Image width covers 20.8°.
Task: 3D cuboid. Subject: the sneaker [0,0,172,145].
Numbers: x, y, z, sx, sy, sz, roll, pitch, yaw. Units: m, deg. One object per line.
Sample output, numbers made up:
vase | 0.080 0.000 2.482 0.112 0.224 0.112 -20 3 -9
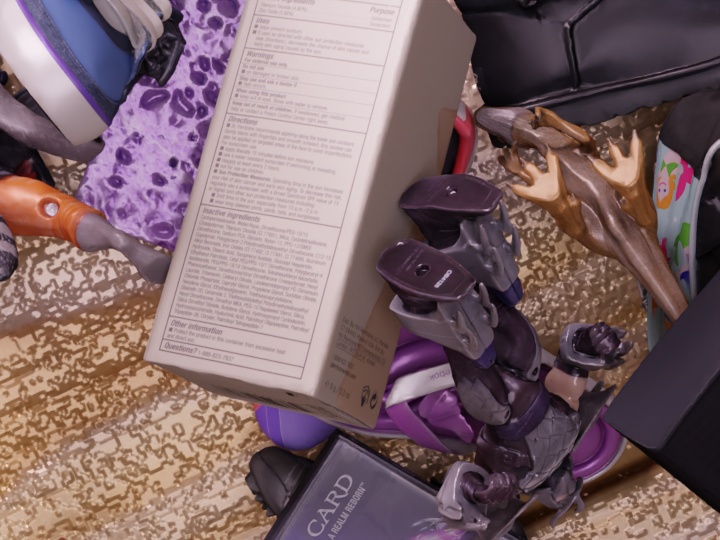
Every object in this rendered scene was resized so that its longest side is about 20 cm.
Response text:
sneaker | -0.097 -0.156 0.897 0.146 0.200 0.081 -30 128 8

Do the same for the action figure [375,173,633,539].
action figure | 0.068 0.053 0.913 0.130 0.069 0.200 -56 136 -30

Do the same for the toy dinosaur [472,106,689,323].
toy dinosaur | 0.121 -0.020 0.904 0.060 0.106 0.200 -36 64 8

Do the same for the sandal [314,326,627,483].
sandal | 0.056 0.063 0.979 0.202 0.050 0.083 16 110 -25

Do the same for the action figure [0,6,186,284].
action figure | -0.166 -0.057 0.931 0.200 0.105 0.194 -41 58 7

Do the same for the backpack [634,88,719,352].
backpack | 0.226 0.008 0.966 0.177 0.151 0.200 -4 105 -6

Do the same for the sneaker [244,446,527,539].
sneaker | 0.036 0.135 1.011 0.200 0.066 0.091 36 89 -11

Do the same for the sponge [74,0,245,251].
sponge | -0.061 -0.101 0.997 0.111 0.030 0.200 21 93 -6

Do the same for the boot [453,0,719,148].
boot | 0.130 -0.167 0.974 0.200 0.076 0.168 -17 106 4

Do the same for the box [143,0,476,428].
box | -0.021 -0.037 0.914 0.095 0.078 0.200 12 79 25

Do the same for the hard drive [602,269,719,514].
hard drive | 0.220 0.033 0.875 0.135 0.042 0.200 39 99 -23

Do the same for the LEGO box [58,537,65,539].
LEGO box | -0.100 0.238 0.965 0.200 0.149 0.077 41 91 -8

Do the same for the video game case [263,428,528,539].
video game case | 0.034 0.188 0.976 0.200 0.019 0.143 31 96 -11

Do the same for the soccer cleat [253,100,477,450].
soccer cleat | 0.000 0.000 0.987 0.067 0.076 0.200 27 92 -7
